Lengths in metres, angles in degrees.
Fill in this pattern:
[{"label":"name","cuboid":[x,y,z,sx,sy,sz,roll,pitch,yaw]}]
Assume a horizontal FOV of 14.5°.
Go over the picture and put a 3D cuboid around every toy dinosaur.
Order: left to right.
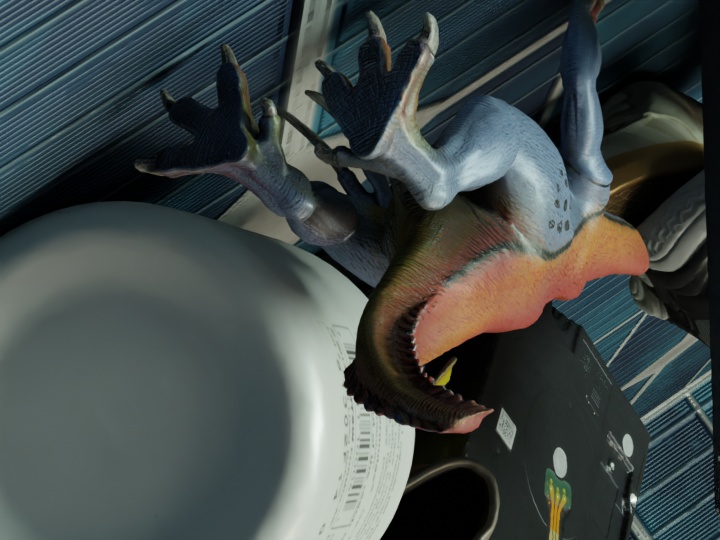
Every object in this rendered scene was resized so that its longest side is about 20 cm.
[{"label":"toy dinosaur","cuboid":[0.025,-0.004,0.738,0.105,0.201,0.181,-23,145,27]}]

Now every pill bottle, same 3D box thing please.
[{"label":"pill bottle","cuboid":[-0.045,0.044,0.800,0.114,0.115,0.200,-36,171,7]}]

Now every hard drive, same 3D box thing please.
[{"label":"hard drive","cuboid":[0.062,0.106,1.179,0.038,0.140,0.201,-10,-136,29]}]

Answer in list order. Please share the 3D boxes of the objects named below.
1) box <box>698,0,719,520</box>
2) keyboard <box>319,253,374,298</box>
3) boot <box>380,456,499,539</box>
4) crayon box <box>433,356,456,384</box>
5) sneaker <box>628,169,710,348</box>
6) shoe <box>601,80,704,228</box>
[{"label":"box","cuboid":[0.216,-0.025,0.889,0.196,0.201,0.124,3,161,-8]},{"label":"keyboard","cuboid":[0.000,0.000,1.037,0.200,0.021,0.127,-30,170,-36]},{"label":"boot","cuboid":[-0.032,0.141,0.990,0.200,0.070,0.146,-49,-179,-31]},{"label":"crayon box","cuboid":[-0.052,0.087,1.061,0.200,0.051,0.127,-41,176,-4]},{"label":"sneaker","cuboid":[0.165,0.022,1.114,0.075,0.114,0.200,-39,168,3]},{"label":"shoe","cuboid":[0.108,-0.040,1.126,0.070,0.053,0.200,-43,167,17]}]
